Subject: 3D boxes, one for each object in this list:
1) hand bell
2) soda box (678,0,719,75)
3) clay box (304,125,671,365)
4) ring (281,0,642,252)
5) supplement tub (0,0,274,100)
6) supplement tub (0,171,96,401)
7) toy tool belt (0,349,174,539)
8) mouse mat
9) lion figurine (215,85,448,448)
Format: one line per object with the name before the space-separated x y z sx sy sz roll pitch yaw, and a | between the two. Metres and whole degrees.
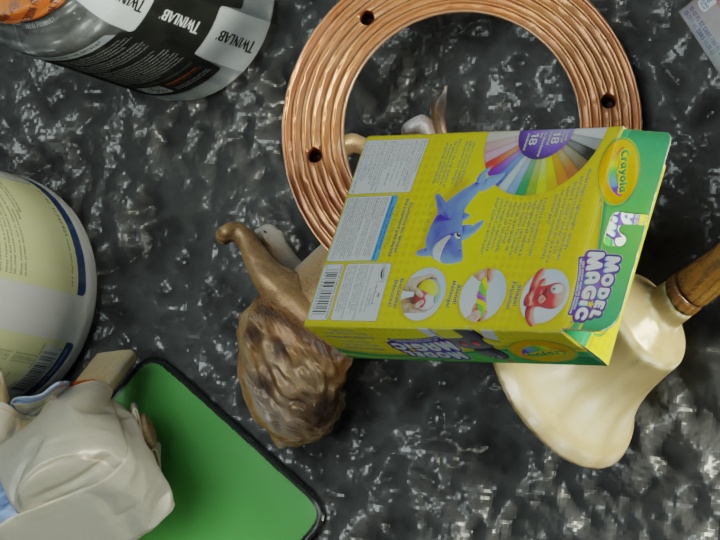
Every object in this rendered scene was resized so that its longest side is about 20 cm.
hand bell | 0.171 0.008 1.438 0.200 0.104 0.105 -37 67 33
soda box | 0.248 -0.070 1.455 0.063 0.070 0.201 -38 67 18
clay box | 0.073 -0.012 1.443 0.199 0.048 0.116 1 65 41
ring | 0.056 -0.077 1.552 0.199 0.019 0.202 -1 80 5
supplement tub | -0.145 -0.171 1.608 0.122 0.200 0.124 -4 82 27
supplement tub | -0.261 0.003 1.647 0.144 0.200 0.146 -4 80 28
toy tool belt | -0.208 0.126 1.627 0.199 0.125 0.123 -28 40 9
mouse mat | -0.133 0.167 1.641 0.161 0.008 0.200 40 90 27
lion figurine | 0.000 0.000 1.580 0.200 0.072 0.123 -39 70 16
